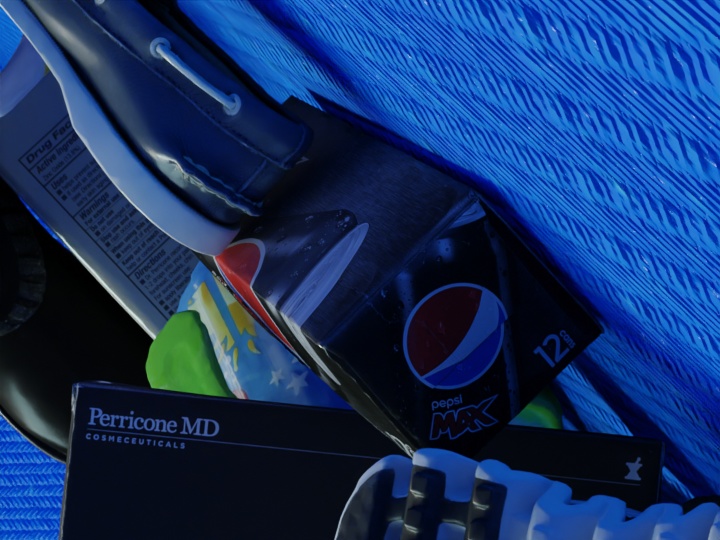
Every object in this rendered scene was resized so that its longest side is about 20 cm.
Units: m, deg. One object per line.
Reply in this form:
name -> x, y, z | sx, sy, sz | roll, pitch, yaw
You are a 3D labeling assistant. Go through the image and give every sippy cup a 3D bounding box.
sippy cup -> -0.007, 0.047, 0.987 | 0.131, 0.139, 0.178 | 56, 171, 28

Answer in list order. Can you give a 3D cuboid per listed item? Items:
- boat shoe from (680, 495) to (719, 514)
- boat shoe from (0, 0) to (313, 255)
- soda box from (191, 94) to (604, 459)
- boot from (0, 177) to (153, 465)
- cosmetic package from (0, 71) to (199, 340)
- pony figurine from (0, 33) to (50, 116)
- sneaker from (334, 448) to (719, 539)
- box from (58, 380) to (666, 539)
boat shoe -> 0.145, 0.143, 0.702 | 0.074, 0.076, 0.200 | 36, -170, -37
boat shoe -> -0.086, -0.095, 0.826 | 0.075, 0.062, 0.200 | 25, -155, -56
soda box -> 0.000, 0.000, 0.804 | 0.063, 0.071, 0.200 | 49, 175, -21
boot -> -0.156, 0.020, 1.061 | 0.211, 0.079, 0.158 | 48, 180, -12
cosmetic package -> -0.072, -0.021, 1.087 | 0.200, 0.103, 0.087 | 49, 177, -14
pony figurine -> -0.208, -0.109, 0.924 | 0.193, 0.200, 0.167 | 47, 167, 0
sneaker -> 0.092, 0.098, 0.674 | 0.199, 0.076, 0.081 | 18, 180, 31
box -> -0.004, 0.117, 0.836 | 0.199, 0.142, 0.079 | 6, 178, -2
